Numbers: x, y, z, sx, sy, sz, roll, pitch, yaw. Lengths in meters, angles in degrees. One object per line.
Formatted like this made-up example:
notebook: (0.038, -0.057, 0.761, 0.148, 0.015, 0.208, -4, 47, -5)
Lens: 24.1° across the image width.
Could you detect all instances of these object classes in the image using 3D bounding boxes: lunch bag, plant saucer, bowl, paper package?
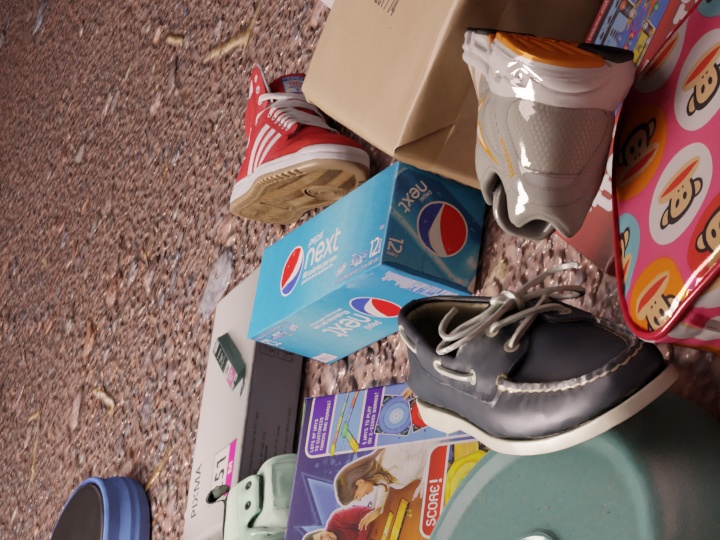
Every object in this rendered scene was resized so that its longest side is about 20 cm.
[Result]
lunch bag: (0.176, -0.073, 0.667, 0.200, 0.082, 0.176, -50, 30, 45)
plant saucer: (0.083, 0.137, 0.727, 0.200, 0.036, 0.200, -35, 40, 36)
bowl: (-0.235, 0.271, 1.429, 0.201, 0.039, 0.201, -49, 32, 45)
paper package: (0.064, -0.152, 0.967, 0.191, 0.103, 0.200, -68, 21, 9)

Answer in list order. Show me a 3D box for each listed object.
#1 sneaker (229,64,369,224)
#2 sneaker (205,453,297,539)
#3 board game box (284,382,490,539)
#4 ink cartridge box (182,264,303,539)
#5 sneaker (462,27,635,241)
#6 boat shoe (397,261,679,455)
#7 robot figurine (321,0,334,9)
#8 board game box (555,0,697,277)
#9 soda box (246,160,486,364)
sneaker: (-0.041, -0.103, 1.219, 0.200, 0.071, 0.113, 164, 118, -66)
sneaker: (-0.043, 0.157, 1.009, 0.200, 0.074, 0.118, 140, 136, -56)
board game box: (0.018, 0.153, 0.856, 0.135, 0.034, 0.200, -12, 58, 36)
ink cartridge box: (-0.099, 0.115, 1.224, 0.174, 0.044, 0.200, -38, 40, 52)
sneaker: (0.079, -0.064, 0.785, 0.200, 0.076, 0.092, -62, -19, -80)
boat shoe: (0.071, 0.036, 0.756, 0.062, 0.075, 0.200, 65, 165, -8)
robot figurine: (0.008, -0.246, 1.149, 0.125, 0.150, 0.200, -46, 29, 16)
board game box: (0.145, -0.105, 0.835, 0.200, 0.019, 0.103, -66, 31, 13)
soda box: (0.000, 0.000, 1.051, 0.200, 0.064, 0.068, -29, 47, 59)
